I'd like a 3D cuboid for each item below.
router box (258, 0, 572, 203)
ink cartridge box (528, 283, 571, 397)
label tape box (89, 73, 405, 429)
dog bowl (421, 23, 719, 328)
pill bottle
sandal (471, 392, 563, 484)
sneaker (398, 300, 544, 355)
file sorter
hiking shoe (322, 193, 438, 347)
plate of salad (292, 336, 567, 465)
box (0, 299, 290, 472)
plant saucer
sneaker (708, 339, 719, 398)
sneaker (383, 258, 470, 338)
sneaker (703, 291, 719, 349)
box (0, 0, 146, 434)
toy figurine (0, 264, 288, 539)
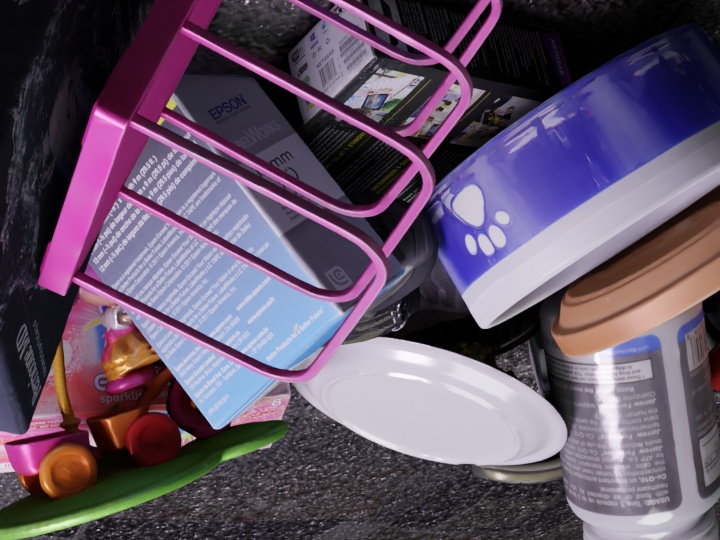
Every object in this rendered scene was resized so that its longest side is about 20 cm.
[{"bbox_3d":[0.005,-0.078,0.942,0.148,0.051,0.200,7,149,-37],"label":"router box"},{"bbox_3d":[0.193,0.059,1.276,0.115,0.067,0.200,-14,154,3],"label":"ink cartridge box"},{"bbox_3d":[-0.089,-0.032,0.892,0.066,0.200,0.143,-32,172,-45],"label":"label tape box"},{"bbox_3d":[0.133,-0.052,0.927,0.199,0.079,0.200,-32,173,-4],"label":"dog bowl"},{"bbox_3d":[0.193,0.112,1.134,0.113,0.201,0.114,-9,-165,3],"label":"pill bottle"},{"bbox_3d":[0.171,0.110,1.233,0.200,0.058,0.080,-23,-173,-12],"label":"sandal"},{"bbox_3d":[0.052,0.050,1.207,0.199,0.070,0.090,-18,159,22],"label":"sneaker"},{"bbox_3d":[-0.025,-0.075,0.666,0.125,0.201,0.139,27,148,-6],"label":"file sorter"},{"bbox_3d":[0.000,0.000,0.972,0.100,0.076,0.200,-7,169,-33],"label":"hiking shoe"},{"bbox_3d":[0.047,0.084,1.120,0.199,0.048,0.200,14,154,7],"label":"plate of salad"},{"bbox_3d":[-0.156,0.067,1.109,0.198,0.103,0.095,-3,152,-15],"label":"box"},{"bbox_3d":[0.200,-0.016,0.999,0.200,0.032,0.200,-35,-176,3],"label":"plant saucer"},{"bbox_3d":[0.279,0.005,1.100,0.085,0.077,0.201,28,130,-2],"label":"sneaker"},{"bbox_3d":[0.044,0.003,1.121,0.199,0.075,0.082,-14,169,19],"label":"sneaker"},{"bbox_3d":[0.265,-0.004,1.164,0.070,0.083,0.200,-15,154,7],"label":"sneaker"},{"bbox_3d":[-0.174,-0.066,0.693,0.117,0.201,0.197,15,153,3],"label":"box"},{"bbox_3d":[-0.157,0.041,0.978,0.199,0.185,0.150,-18,-176,-25],"label":"toy figurine"}]
